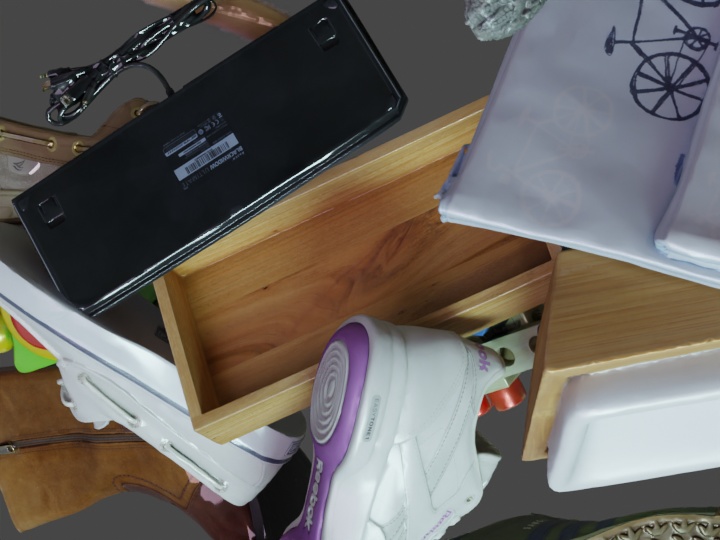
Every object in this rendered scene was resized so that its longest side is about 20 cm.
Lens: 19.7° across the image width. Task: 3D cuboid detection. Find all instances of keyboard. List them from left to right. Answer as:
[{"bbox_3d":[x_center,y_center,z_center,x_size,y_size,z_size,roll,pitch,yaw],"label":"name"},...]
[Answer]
[{"bbox_3d":[-0.086,-0.075,1.036,0.200,0.021,0.127,-32,73,4],"label":"keyboard"}]

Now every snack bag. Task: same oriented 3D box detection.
[{"bbox_3d":[0.151,-0.078,0.883,0.199,0.189,0.021,14,150,15],"label":"snack bag"}]

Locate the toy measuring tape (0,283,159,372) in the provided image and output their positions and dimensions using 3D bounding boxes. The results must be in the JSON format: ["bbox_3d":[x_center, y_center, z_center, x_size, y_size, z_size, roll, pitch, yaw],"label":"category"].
[{"bbox_3d":[-0.130,0.000,1.123,0.199,0.074,0.074,-19,105,22],"label":"toy measuring tape"}]

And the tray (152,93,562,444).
[{"bbox_3d":[0.000,0.000,1.011,0.199,0.037,0.099,-24,65,13],"label":"tray"}]

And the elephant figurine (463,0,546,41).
[{"bbox_3d":[0.144,-0.174,0.822,0.141,0.200,0.156,18,119,18],"label":"elephant figurine"}]

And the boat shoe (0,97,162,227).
[{"bbox_3d":[-0.116,-0.057,1.082,0.199,0.074,0.067,-1,89,19],"label":"boat shoe"}]

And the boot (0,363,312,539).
[{"bbox_3d":[-0.129,0.128,1.180,0.199,0.068,0.189,-17,106,32],"label":"boot"}]

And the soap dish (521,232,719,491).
[{"bbox_3d":[0.168,0.031,0.909,0.199,0.157,0.082,-11,71,-2],"label":"soap dish"}]

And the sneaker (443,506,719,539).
[{"bbox_3d":[0.117,0.150,1.072,0.199,0.090,0.067,-10,103,-3],"label":"sneaker"}]

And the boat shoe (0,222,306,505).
[{"bbox_3d":[-0.125,0.051,1.076,0.200,0.072,0.066,32,110,-9],"label":"boat shoe"}]

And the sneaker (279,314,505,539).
[{"bbox_3d":[0.016,0.119,0.979,0.099,0.075,0.201,4,114,-24],"label":"sneaker"}]

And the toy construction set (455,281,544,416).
[{"bbox_3d":[0.069,0.066,1.048,0.199,0.092,0.131,-25,102,21],"label":"toy construction set"}]
